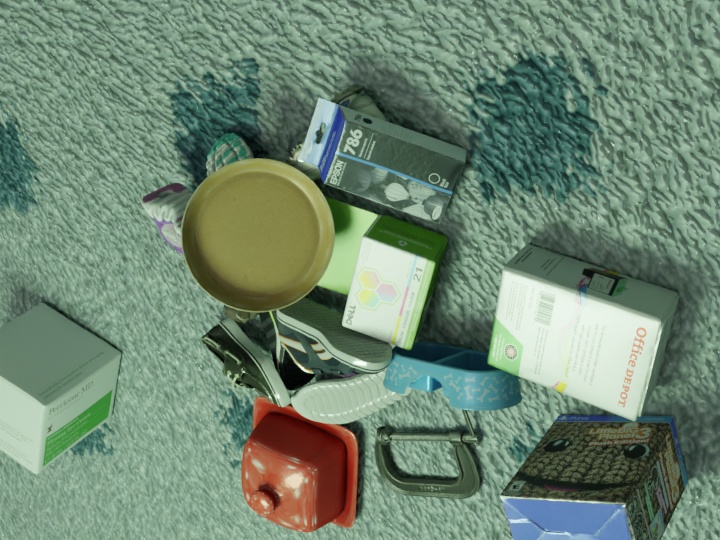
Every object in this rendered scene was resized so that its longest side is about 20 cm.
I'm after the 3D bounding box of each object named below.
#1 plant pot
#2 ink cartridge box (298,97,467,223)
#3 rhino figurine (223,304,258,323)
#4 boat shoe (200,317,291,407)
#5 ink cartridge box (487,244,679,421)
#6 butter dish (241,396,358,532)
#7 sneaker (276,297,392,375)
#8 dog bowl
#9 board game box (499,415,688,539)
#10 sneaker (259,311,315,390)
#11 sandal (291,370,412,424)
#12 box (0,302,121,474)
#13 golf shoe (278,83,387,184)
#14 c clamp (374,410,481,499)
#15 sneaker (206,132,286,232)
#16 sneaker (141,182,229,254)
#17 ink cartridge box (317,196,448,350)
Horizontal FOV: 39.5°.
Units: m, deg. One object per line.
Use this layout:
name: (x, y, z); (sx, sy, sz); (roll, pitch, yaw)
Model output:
plant pot: (-0.134, -0.046, 1.313); (0.199, 0.027, 0.201); (-1, 96, -10)
ink cartridge box: (0.024, -0.137, 1.262); (0.199, 0.039, 0.100); (19, 126, -2)
rhino figurine: (-0.186, -0.017, 1.459); (0.087, 0.060, 0.201); (135, 121, -70)
boat shoe: (-0.175, 0.150, 1.521); (0.200, 0.064, 0.071); (41, 156, 42)
ink cartridge box: (0.268, 0.073, 1.221); (0.200, 0.084, 0.145); (20, 123, 25)
butter dish: (-0.116, 0.327, 1.563); (0.200, 0.148, 0.200); (17, 122, 26)
sneaker: (-0.036, 0.107, 1.392); (0.200, 0.078, 0.080); (27, 128, 37)
dog bowl: (0.120, 0.136, 1.332); (0.200, 0.111, 0.050); (8, 104, 39)
board game box: (0.290, 0.267, 1.229); (0.159, 0.200, 0.097); (-6, 109, 35)
sneaker: (-0.111, 0.081, 1.505); (0.083, 0.072, 0.201); (33, 135, 53)
sandal: (-0.007, 0.177, 1.484); (0.202, 0.050, 0.083); (-16, 118, 25)
box: (-0.564, 0.202, 1.763); (0.200, 0.199, 0.172); (28, 125, 17)
golf shoe: (-0.036, -0.146, 1.323); (0.097, 0.078, 0.200); (44, 130, 0)
c clamp: (0.097, 0.263, 1.472); (0.200, 0.027, 0.171); (-12, 111, 35)
sneaker: (-0.148, -0.105, 1.417); (0.078, 0.091, 0.200); (-35, 67, 12)
sneaker: (-0.232, -0.056, 1.409); (0.200, 0.080, 0.089); (29, 140, 50)
ink cartridge box: (0.000, 0.000, 1.344); (0.199, 0.076, 0.148); (19, 123, 10)
